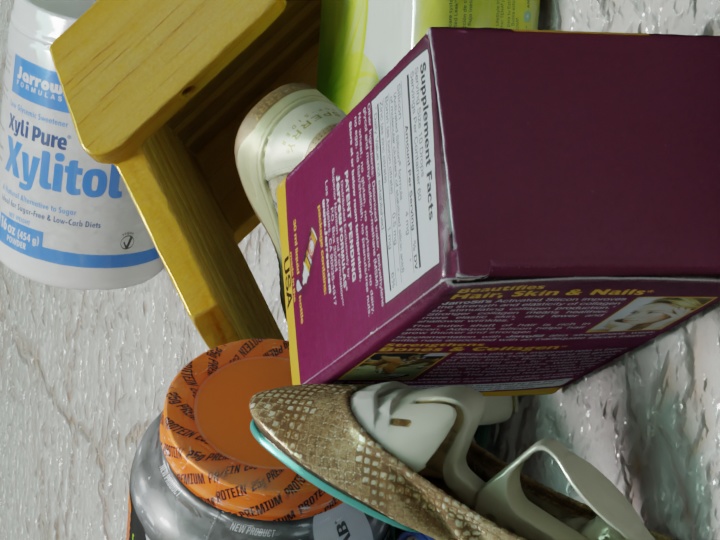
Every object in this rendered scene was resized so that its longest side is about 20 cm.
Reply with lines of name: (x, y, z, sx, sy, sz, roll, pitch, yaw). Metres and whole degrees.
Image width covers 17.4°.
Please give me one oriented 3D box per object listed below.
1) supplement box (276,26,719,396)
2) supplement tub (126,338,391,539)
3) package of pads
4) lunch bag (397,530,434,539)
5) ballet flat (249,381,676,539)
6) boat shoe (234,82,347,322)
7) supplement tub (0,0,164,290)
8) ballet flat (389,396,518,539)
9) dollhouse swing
supplement box: (0.055, -0.017, 0.959, 0.200, 0.131, 0.103, 142, 126, -65)
supplement tub: (-0.049, 0.135, 1.098, 0.123, 0.122, 0.200, -109, 20, -44)
package of pads: (0.033, -0.147, 1.120, 0.155, 0.068, 0.200, -146, 56, -68)
lunch bag: (0.054, 0.215, 1.047, 0.160, 0.076, 0.200, -120, 34, -51)
ballet flat: (0.049, 0.085, 0.949, 0.065, 0.200, 0.071, -64, -10, 24)
boat shoe: (0.000, 0.000, 1.123, 0.063, 0.073, 0.200, 34, 160, 43)
supplement tub: (-0.190, -0.099, 1.661, 0.132, 0.132, 0.200, -126, 40, -60)
ballet flat: (0.044, 0.069, 1.110, 0.070, 0.067, 0.200, 40, 131, 40)
dollhouse swing: (-0.041, -0.057, 1.202, 0.176, 0.182, 0.200, 47, 178, 20)
